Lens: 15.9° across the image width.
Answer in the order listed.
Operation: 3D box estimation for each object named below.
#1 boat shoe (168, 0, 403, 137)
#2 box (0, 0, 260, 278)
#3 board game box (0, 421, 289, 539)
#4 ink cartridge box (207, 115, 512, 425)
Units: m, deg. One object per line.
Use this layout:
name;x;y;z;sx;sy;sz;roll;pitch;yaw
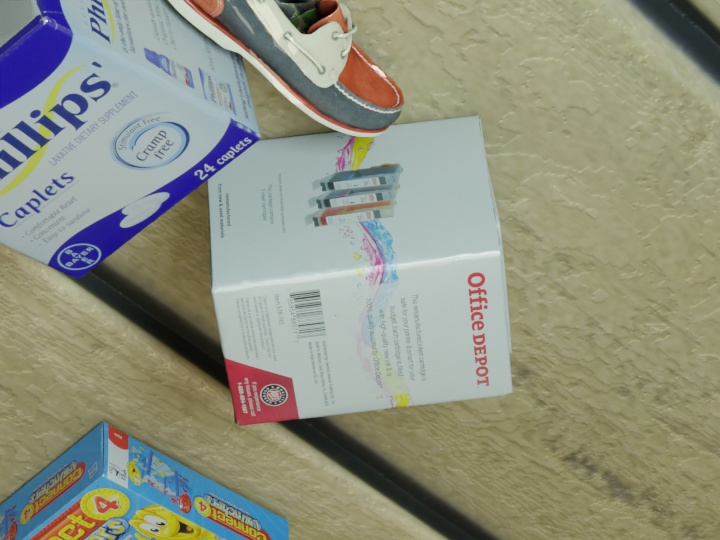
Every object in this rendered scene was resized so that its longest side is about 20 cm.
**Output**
boat shoe;-0.040;-0.158;1.688;0.200;0.071;0.063;35;120;-28
box;-0.200;-0.110;1.670;0.184;0.105;0.200;-36;139;27
board game box;-0.193;0.232;2.072;0.195;0.056;0.200;31;125;-31
ink cartridge box;0.000;0.000;1.793;0.199;0.145;0.146;-6;135;1
